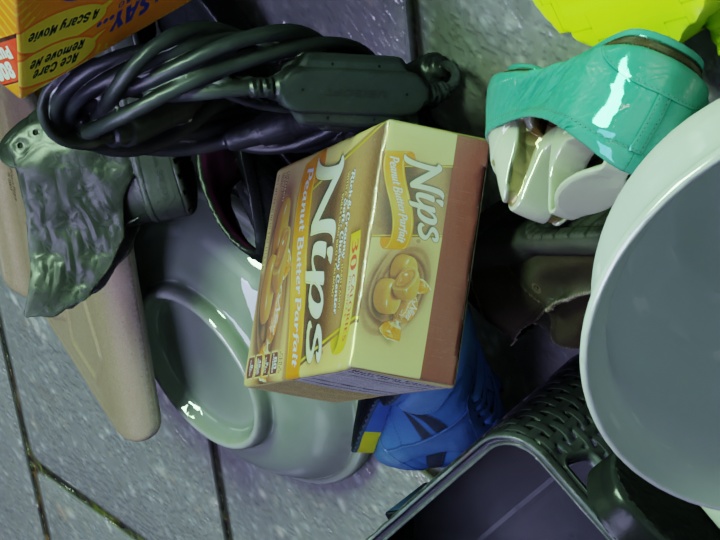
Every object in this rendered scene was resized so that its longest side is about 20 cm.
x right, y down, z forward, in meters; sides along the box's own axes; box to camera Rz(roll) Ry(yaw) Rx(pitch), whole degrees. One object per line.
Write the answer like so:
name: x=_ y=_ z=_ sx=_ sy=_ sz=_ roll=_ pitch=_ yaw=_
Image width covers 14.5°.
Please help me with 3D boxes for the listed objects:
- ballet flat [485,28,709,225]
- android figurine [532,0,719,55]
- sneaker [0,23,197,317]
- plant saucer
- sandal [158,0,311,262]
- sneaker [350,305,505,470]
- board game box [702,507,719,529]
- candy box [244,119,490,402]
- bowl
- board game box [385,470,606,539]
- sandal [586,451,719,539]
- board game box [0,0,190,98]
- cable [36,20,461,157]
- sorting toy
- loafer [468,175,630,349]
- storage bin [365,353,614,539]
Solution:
ballet flat: x=0.088 y=-0.056 z=1.216 sx=0.067 sy=0.070 sz=0.200 roll=27 pitch=171 yaw=-11
android figurine: x=0.098 y=-0.172 z=1.169 sx=0.182 sy=0.041 sz=0.200 roll=-13 pitch=108 yaw=58
sneaker: x=-0.152 y=-0.082 z=1.516 sx=0.060 sy=0.104 sz=0.200 roll=-43 pitch=-62 yaw=-79
plant saucer: x=-0.076 y=0.046 z=1.626 sx=0.200 sy=0.050 sz=0.200 roll=35 pitch=144 yaw=31
sandal: x=-0.061 y=-0.056 z=1.490 sx=0.075 sy=0.048 sz=0.200 roll=-12 pitch=109 yaw=58
sneaker: x=0.047 y=0.056 z=1.427 sx=0.078 sy=0.066 sz=0.200 roll=14 pitch=161 yaw=-3
board game box: x=0.208 y=0.079 z=1.211 sx=0.200 sy=0.035 sz=0.126 roll=50 pitch=121 yaw=10
candy box: x=0.000 y=0.000 z=1.357 sx=0.200 sy=0.055 sz=0.116 roll=162 pitch=117 yaw=-74
bowl: x=0.174 y=-0.006 z=1.117 sx=0.090 sy=0.201 sz=0.201 roll=-108 pitch=7 yaw=-53
board game box: x=0.106 y=0.167 z=1.497 sx=0.136 sy=0.035 sz=0.200 roll=59 pitch=150 yaw=-7
sandal: x=0.168 y=0.159 z=1.238 sx=0.200 sy=0.075 sz=0.048 roll=45 pitch=116 yaw=-2
board game box: x=-0.144 y=-0.244 z=1.286 sx=0.200 sy=0.200 sz=0.200 roll=39 pitch=146 yaw=28
cable: x=-0.062 y=-0.083 z=1.359 sx=0.163 sy=0.200 sz=0.051 roll=168 pitch=100 yaw=-67
sorting toy: x=-0.171 y=-0.020 z=1.671 sx=0.200 sy=0.036 sz=0.185 roll=44 pitch=148 yaw=49
loafer: x=0.108 y=-0.004 z=1.301 sx=0.071 sy=0.073 sz=0.200 roll=57 pitch=160 yaw=-10
storage bin: x=0.083 y=0.150 z=1.379 sx=0.135 sy=0.094 sz=0.200 roll=48 pitch=131 yaw=4
